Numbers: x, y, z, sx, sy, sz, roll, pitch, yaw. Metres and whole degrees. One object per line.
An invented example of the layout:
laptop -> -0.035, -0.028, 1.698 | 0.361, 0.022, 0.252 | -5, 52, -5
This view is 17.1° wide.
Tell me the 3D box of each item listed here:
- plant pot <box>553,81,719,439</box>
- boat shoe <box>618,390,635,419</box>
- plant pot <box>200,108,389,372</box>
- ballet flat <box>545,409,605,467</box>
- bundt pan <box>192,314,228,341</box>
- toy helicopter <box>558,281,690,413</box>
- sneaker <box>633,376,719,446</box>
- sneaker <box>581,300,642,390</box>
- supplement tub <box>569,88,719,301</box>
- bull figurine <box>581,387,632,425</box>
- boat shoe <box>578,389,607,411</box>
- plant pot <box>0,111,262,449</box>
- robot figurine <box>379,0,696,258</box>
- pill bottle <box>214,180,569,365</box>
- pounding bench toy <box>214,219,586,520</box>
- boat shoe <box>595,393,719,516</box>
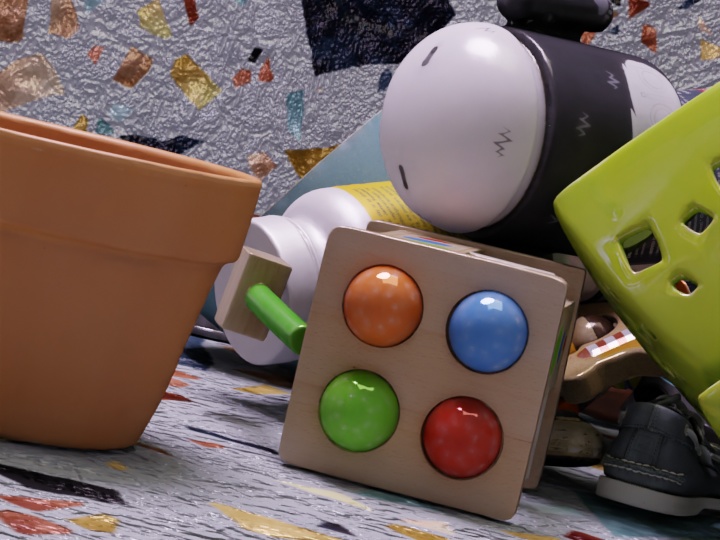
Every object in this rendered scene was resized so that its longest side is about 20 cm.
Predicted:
plant pot -> 0.252, 0.016, 1.316 | 0.200, 0.198, 0.182 | 47, 12, -53
boat shoe -> 0.268, 0.110, 1.611 | 0.199, 0.073, 0.068 | 18, 21, 28
plant pot -> 0.000, 0.000, 1.590 | 0.135, 0.200, 0.200 | 48, 5, 1
ballet flat -> 0.089, 0.081, 1.445 | 0.066, 0.057, 0.200 | 13, 4, -24
bundt pan -> -0.102, 0.004, 1.792 | 0.200, 0.076, 0.202 | 13, 3, -1
toy helicopter -> 0.183, 0.048, 1.520 | 0.132, 0.079, 0.199 | -31, 22, -37
sneaker -> 0.253, 0.108, 1.539 | 0.200, 0.079, 0.076 | 48, -6, 46
sneaker -> 0.150, 0.030, 1.691 | 0.199, 0.071, 0.082 | 23, 25, 35
supplement tub -> 0.178, -0.051, 1.618 | 0.198, 0.142, 0.140 | -3, 10, -24
bull figurine -> 0.142, 0.055, 1.769 | 0.199, 0.122, 0.065 | 21, -41, 2
boat shoe -> 0.077, 0.060, 1.650 | 0.199, 0.072, 0.065 | 13, 36, 30
plant pot -> -0.158, 0.001, 1.153 | 0.198, 0.141, 0.200 | 13, 5, -1
robot figurine -> 0.105, -0.073, 1.378 | 0.199, 0.151, 0.125 | 8, -37, -34
pill bottle -> 0.018, 0.003, 1.437 | 0.199, 0.113, 0.112 | -7, 15, -34
pounding bench toy -> 0.005, 0.040, 1.261 | 0.198, 0.125, 0.156 | 14, 4, 10
boat shoe -> 0.188, 0.105, 1.405 | 0.072, 0.062, 0.200 | 13, 3, 20
